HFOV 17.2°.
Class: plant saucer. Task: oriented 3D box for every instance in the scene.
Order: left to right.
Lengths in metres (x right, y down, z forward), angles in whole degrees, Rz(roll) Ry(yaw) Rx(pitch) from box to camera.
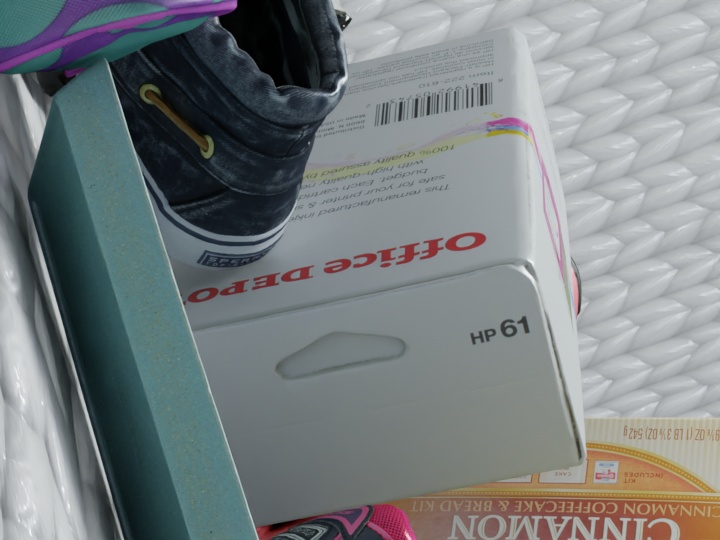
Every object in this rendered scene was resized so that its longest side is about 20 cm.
[{"bbox_3d":[-0.059,0.042,0.660,0.070,0.019,0.200,118,-43,-56],"label":"plant saucer"}]

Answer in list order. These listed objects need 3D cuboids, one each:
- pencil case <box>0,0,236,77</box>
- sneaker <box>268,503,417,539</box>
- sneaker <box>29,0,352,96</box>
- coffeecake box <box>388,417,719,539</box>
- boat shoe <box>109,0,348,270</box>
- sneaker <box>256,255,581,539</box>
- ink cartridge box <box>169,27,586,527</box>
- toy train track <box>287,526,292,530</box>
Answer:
[{"bbox_3d":[-0.104,-0.156,0.684,0.092,0.085,0.200,-4,-74,70],"label":"pencil case"},{"bbox_3d":[-0.003,0.128,0.764,0.081,0.075,0.200,57,-5,15],"label":"sneaker"},{"bbox_3d":[-0.071,-0.111,0.938,0.079,0.074,0.200,60,23,16],"label":"sneaker"},{"bbox_3d":[0.075,0.157,0.888,0.073,0.153,0.200,70,24,-52],"label":"coffeecake box"},{"bbox_3d":[-0.066,-0.104,0.793,0.200,0.071,0.091,59,-39,23],"label":"boat shoe"},{"bbox_3d":[0.023,0.064,1.057,0.074,0.200,0.087,46,6,7],"label":"sneaker"},{"bbox_3d":[0.000,0.000,0.858,0.200,0.144,0.085,-84,160,-63],"label":"ink cartridge box"},{"bbox_3d":[-0.005,0.138,1.018,0.115,0.033,0.200,-68,161,-1],"label":"toy train track"}]
